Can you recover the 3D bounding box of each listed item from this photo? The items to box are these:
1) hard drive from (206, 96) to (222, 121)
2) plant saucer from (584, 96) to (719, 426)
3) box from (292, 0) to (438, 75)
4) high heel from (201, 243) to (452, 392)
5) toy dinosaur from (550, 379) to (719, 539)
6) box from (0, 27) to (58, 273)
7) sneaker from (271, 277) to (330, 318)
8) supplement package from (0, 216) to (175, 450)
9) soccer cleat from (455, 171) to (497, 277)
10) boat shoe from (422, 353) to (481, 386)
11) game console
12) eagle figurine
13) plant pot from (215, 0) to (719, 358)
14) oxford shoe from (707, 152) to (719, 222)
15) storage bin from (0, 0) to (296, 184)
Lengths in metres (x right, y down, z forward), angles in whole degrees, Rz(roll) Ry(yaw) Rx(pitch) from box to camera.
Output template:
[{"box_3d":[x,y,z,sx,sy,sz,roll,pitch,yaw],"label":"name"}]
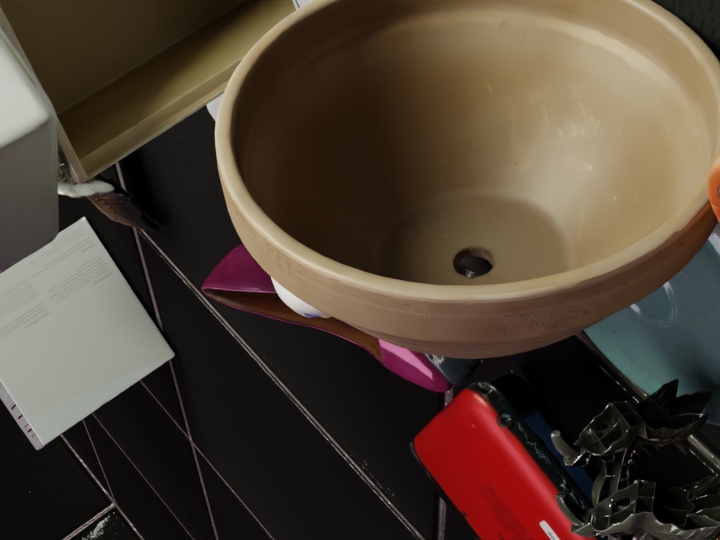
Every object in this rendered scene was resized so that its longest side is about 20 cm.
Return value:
[{"box_3d":[-0.044,-0.100,0.911,0.132,0.026,0.200,54,160,3],"label":"hard drive"},{"box_3d":[0.142,0.001,0.635,0.200,0.036,0.200,46,158,24],"label":"plant saucer"},{"box_3d":[-0.001,-0.177,0.648,0.116,0.060,0.201,21,140,57],"label":"box"},{"box_3d":[-0.024,0.039,0.975,0.200,0.096,0.068,44,157,29],"label":"high heel"},{"box_3d":[0.132,0.139,0.611,0.102,0.199,0.137,-130,27,-59],"label":"toy dinosaur"},{"box_3d":[-0.267,-0.078,0.671,0.201,0.171,0.199,56,162,5],"label":"box"},{"box_3d":[-0.005,-0.025,0.732,0.075,0.201,0.106,4,132,8],"label":"sneaker"},{"box_3d":[-0.365,0.080,1.664,0.201,0.191,0.147,57,160,-2],"label":"supplement package"},{"box_3d":[0.062,-0.030,0.722,0.064,0.084,0.200,28,-179,2],"label":"soccer cleat"},{"box_3d":[0.000,0.000,0.858,0.199,0.062,0.075,33,-179,20],"label":"boat shoe"},{"box_3d":[0.134,0.137,0.759,0.200,0.118,0.172,51,155,9],"label":"game console"},{"box_3d":[-0.270,-0.090,1.301,0.151,0.151,0.201,37,144,18],"label":"eagle figurine"},{"box_3d":[0.046,-0.031,0.554,0.201,0.200,0.093,40,151,36],"label":"plant pot"},{"box_3d":[0.191,-0.002,0.492,0.071,0.073,0.200,16,156,41],"label":"oxford shoe"},{"box_3d":[-0.123,-0.188,0.706,0.094,0.198,0.201,21,141,55],"label":"storage bin"}]
